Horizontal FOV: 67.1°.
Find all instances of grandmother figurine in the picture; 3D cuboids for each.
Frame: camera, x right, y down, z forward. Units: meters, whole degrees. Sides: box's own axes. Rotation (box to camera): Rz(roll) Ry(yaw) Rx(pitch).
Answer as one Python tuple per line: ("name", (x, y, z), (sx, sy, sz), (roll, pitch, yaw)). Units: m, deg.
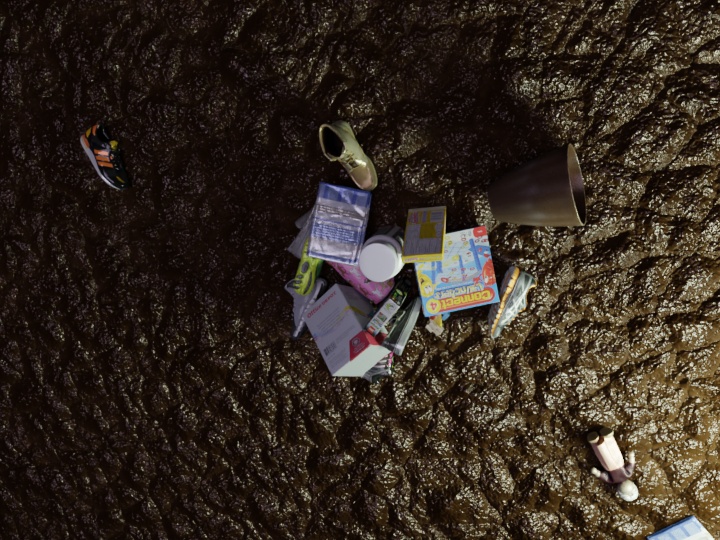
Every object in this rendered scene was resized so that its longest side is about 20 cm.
("grandmother figurine", (0.681, 0.528, 1.458), (0.121, 0.060, 0.202), (-28, 93, 29))

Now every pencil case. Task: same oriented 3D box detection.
("pencil case", (0.000, 0.000, 1.484), (0.199, 0.087, 0.083), (39, 134, 1))

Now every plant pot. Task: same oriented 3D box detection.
("plant pot", (0.413, -0.182, 1.288), (0.198, 0.187, 0.189), (-10, 103, 32))

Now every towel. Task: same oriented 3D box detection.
("towel", (-0.055, -0.119, 1.420), (0.145, 0.024, 0.203), (10, 91, -1))
("towel", (0.908, 0.774, 1.481), (0.147, 0.024, 0.200), (-41, 89, 23))

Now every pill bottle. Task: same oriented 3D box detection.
("pill bottle", (0.063, -0.043, 1.392), (0.112, 0.200, 0.116), (4, 106, 14))

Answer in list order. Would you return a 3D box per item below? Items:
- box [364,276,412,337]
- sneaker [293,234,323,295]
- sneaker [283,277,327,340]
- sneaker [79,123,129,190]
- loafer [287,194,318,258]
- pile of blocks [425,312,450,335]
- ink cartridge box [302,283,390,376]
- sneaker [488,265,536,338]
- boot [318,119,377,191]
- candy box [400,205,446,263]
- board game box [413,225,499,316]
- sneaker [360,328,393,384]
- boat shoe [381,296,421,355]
("box", (0.076, 0.091, 1.424), (0.035, 0.200, 0.110), (39, 111, 1))
("sneaker", (-0.132, -0.032, 1.483), (0.073, 0.084, 0.202), (25, 96, -9))
("sneaker", (-0.182, 0.092, 1.570), (0.115, 0.075, 0.202), (29, 100, 11))
("sneaker", (-0.739, -0.336, 1.597), (0.090, 0.070, 0.201), (-33, 92, 24))
("loafer", (-0.146, -0.126, 1.496), (0.069, 0.070, 0.202), (24, 110, -1))
("pile of blocks", (0.208, 0.084, 1.461), (0.081, 0.062, 0.203), (-5, 104, 16))
("ink cartridge box", (-0.032, 0.162, 1.465), (0.145, 0.144, 0.201), (-40, 63, 21))
("sneaker", (0.390, 0.091, 1.410), (0.076, 0.078, 0.202), (17, 113, -4))
("boot", (-0.031, -0.284, 1.375), (0.072, 0.156, 0.202), (-24, 100, 18))
("candy box", (0.162, -0.093, 1.358), (0.101, 0.201, 0.027), (-5, 130, 17))
("board game box", (0.240, 0.000, 1.397), (0.197, 0.056, 0.199), (-12, 95, 3))
("sneaker", (0.070, 0.247, 1.539), (0.087, 0.074, 0.201), (36, 113, 0))
("boat shoe", (0.112, 0.133, 1.432), (0.063, 0.201, 0.071), (22, 133, 9))
